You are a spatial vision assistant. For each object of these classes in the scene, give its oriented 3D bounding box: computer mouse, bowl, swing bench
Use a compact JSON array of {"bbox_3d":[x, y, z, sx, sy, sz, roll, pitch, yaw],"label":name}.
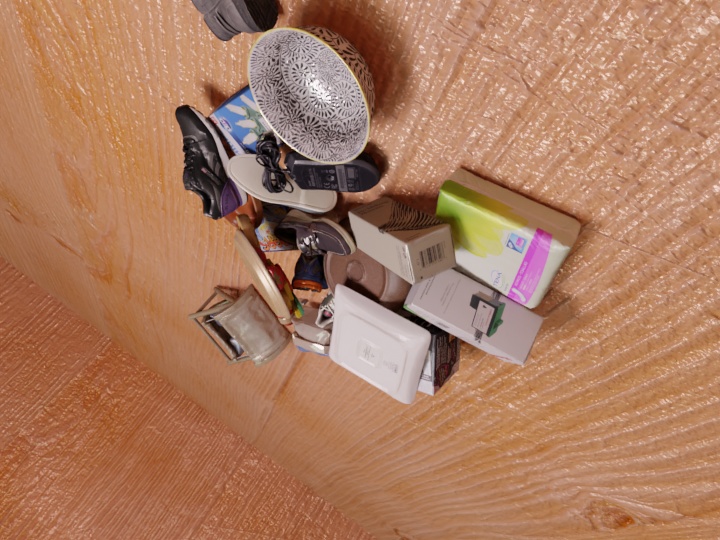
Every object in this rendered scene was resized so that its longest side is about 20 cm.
[{"bbox_3d":[-0.064,-0.174,0.933,0.196,0.053,0.139,5,153,1],"label":"computer mouse"},{"bbox_3d":[-0.050,-0.258,0.809,0.199,0.095,0.202,25,145,19],"label":"bowl"},{"bbox_3d":[-0.327,0.154,1.592,0.198,0.130,0.200,-2,131,46],"label":"swing bench"}]

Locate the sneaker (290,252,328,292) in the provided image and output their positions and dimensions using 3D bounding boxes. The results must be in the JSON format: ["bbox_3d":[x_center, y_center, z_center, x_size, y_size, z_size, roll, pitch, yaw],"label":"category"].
[{"bbox_3d":[-0.095,-0.003,1.173,0.074,0.080,0.200,9,-177,-4],"label":"sneaker"}]

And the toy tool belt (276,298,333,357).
[{"bbox_3d":[-0.110,0.154,1.383,0.198,0.125,0.124,9,131,39],"label":"toy tool belt"}]

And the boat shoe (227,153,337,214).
[{"bbox_3d":[-0.141,-0.146,1.027,0.197,0.074,0.062,16,172,-18],"label":"boat shoe"}]

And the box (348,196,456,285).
[{"bbox_3d":[0.060,-0.052,0.901,0.200,0.081,0.069,35,144,57],"label":"box"}]

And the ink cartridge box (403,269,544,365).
[{"bbox_3d":[0.178,0.069,0.951,0.198,0.085,0.146,27,175,1],"label":"ink cartridge box"}]

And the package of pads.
[{"bbox_3d":[0.202,-0.044,0.864,0.198,0.068,0.155,28,146,16],"label":"package of pads"}]

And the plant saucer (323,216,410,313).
[{"bbox_3d":[0.000,0.000,1.059,0.198,0.036,0.204,10,107,36],"label":"plant saucer"}]

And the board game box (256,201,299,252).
[{"bbox_3d":[-0.187,-0.101,1.209,0.198,0.035,0.136,-2,131,46],"label":"board game box"}]

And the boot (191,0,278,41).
[{"bbox_3d":[-0.206,-0.413,0.797,0.130,0.070,0.202,14,138,41],"label":"boot"}]

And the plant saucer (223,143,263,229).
[{"bbox_3d":[-0.254,-0.168,1.126,0.199,0.032,0.202,35,148,26],"label":"plant saucer"}]

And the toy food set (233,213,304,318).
[{"bbox_3d":[-0.178,0.003,1.099,0.200,0.048,0.199,48,163,39],"label":"toy food set"}]

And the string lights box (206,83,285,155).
[{"bbox_3d":[-0.162,-0.255,0.961,0.199,0.059,0.103,-8,129,50],"label":"string lights box"}]

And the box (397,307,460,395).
[{"bbox_3d":[0.082,0.138,1.133,0.198,0.114,0.134,14,116,34],"label":"box"}]

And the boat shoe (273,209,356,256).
[{"bbox_3d":[-0.085,-0.057,1.035,0.199,0.065,0.072,25,148,45],"label":"boat shoe"}]

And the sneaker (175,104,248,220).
[{"bbox_3d":[-0.278,-0.185,1.017,0.075,0.087,0.202,3,126,54],"label":"sneaker"}]

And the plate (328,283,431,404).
[{"bbox_3d":[0.022,0.145,1.068,0.198,0.032,0.202,27,134,20],"label":"plate"}]

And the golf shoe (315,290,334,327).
[{"bbox_3d":[-0.037,0.060,1.221,0.077,0.088,0.200,37,147,2],"label":"golf shoe"}]
